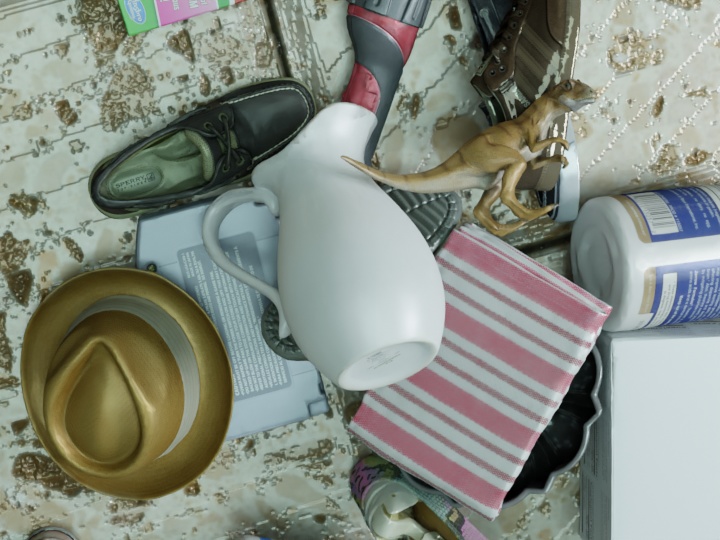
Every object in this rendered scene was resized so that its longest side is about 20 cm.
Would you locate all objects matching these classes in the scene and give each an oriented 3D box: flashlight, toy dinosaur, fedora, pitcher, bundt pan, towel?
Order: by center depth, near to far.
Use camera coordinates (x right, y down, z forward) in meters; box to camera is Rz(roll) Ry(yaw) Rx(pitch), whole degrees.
[{"bbox_3d":[0.092,-0.078,1.400,0.199,0.060,0.107,-27,88,-11],"label":"toy dinosaur"},{"bbox_3d":[-0.031,-0.003,1.417,0.171,0.121,0.201,-31,64,21],"label":"pitcher"},{"bbox_3d":[0.094,0.080,1.469,0.146,0.030,0.200,31,99,21],"label":"towel"},{"bbox_3d":[-0.198,0.100,1.480,0.200,0.082,0.201,3,106,11],"label":"fedora"},{"bbox_3d":[-0.004,-0.140,1.495,0.067,0.068,0.201,22,97,9],"label":"flashlight"},{"bbox_3d":[0.110,0.095,1.514,0.201,0.076,0.203,-2,84,21],"label":"bundt pan"}]

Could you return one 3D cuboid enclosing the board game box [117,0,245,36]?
[{"bbox_3d":[-0.113,-0.288,1.469,0.199,0.040,0.154,-18,101,-3],"label":"board game box"}]

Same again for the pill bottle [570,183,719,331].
[{"bbox_3d":[0.283,-0.015,1.519,0.199,0.111,0.111,-6,100,-18],"label":"pill bottle"}]

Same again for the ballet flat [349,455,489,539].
[{"bbox_3d":[0.054,0.221,1.508,0.200,0.071,0.069,39,117,26],"label":"ballet flat"}]

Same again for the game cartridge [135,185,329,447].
[{"bbox_3d":[-0.113,0.039,1.528,0.133,0.042,0.201,-14,101,0],"label":"game cartridge"}]

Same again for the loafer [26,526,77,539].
[{"bbox_3d":[-0.276,0.316,1.541,0.072,0.063,0.201,16,97,-8],"label":"loafer"}]

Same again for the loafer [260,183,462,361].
[{"bbox_3d":[0.000,0.000,1.502,0.200,0.070,0.075,-40,74,-10],"label":"loafer"}]

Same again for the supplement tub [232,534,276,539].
[{"bbox_3d":[-0.022,0.300,1.534,0.199,0.132,0.132,12,98,-10],"label":"supplement tub"}]

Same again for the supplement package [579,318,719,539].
[{"bbox_3d":[0.272,0.141,1.552,0.155,0.111,0.201,-2,100,-6],"label":"supplement package"}]

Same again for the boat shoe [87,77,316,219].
[{"bbox_3d":[-0.125,-0.095,1.487,0.200,0.066,0.072,-24,100,-3],"label":"boat shoe"}]

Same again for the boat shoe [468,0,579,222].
[{"bbox_3d":[0.131,-0.134,1.509,0.068,0.072,0.201,-13,98,-6],"label":"boat shoe"}]

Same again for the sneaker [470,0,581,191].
[{"bbox_3d":[0.126,-0.164,1.441,0.075,0.070,0.201,5,88,-7],"label":"sneaker"}]
